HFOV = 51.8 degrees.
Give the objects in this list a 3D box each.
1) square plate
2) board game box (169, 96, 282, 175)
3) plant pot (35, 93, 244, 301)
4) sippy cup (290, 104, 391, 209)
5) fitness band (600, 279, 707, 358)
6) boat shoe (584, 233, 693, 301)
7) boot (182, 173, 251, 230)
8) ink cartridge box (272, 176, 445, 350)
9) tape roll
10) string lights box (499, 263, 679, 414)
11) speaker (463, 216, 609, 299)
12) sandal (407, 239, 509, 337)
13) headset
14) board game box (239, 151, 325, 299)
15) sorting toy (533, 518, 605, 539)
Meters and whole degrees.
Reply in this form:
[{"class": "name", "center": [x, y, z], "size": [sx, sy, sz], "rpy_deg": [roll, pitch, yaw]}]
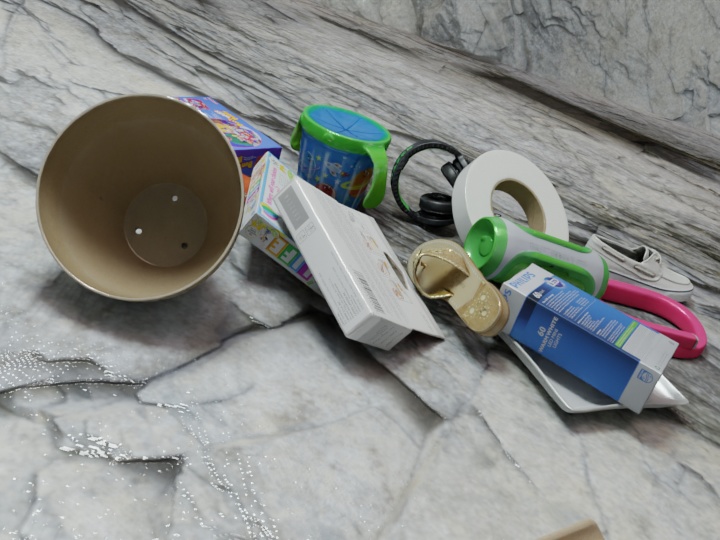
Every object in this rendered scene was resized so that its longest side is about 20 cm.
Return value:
[{"class": "square plate", "center": [0.267, 0.108, 0.910], "size": [0.195, 0.029, 0.201], "rpy_deg": [4, 31, -29]}, {"class": "board game box", "center": [-0.236, -0.212, 1.157], "size": [0.133, 0.045, 0.199], "rpy_deg": [-12, 41, -46]}, {"class": "plant pot", "center": [-0.213, -0.062, 0.772], "size": [0.197, 0.204, 0.135], "rpy_deg": [18, -10, 0]}, {"class": "sippy cup", "center": [-0.036, -0.155, 1.087], "size": [0.137, 0.132, 0.179], "rpy_deg": [13, 28, -12]}, {"class": "fitness band", "center": [0.408, 0.064, 1.073], "size": [0.196, 0.038, 0.144], "rpy_deg": [15, 27, -10]}, {"class": "boat shoe", "center": [0.454, -0.008, 1.203], "size": [0.196, 0.067, 0.072], "rpy_deg": [19, 27, 0]}, {"class": "boot", "center": [-0.174, -0.086, 0.940], "size": [0.105, 0.076, 0.201], "rpy_deg": [19, 26, -10]}, {"class": "ink cartridge box", "center": [0.000, 0.000, 0.861], "size": [0.175, 0.045, 0.202], "rpy_deg": [24, 31, -56]}, {"class": "tape roll", "center": [0.223, -0.079, 1.094], "size": [0.200, 0.037, 0.207], "rpy_deg": [12, 65, -28]}, {"class": "string lights box", "center": [0.261, 0.073, 0.875], "size": [0.198, 0.060, 0.102], "rpy_deg": [32, 29, 24]}, {"class": "speaker", "center": [0.238, -0.010, 1.000], "size": [0.197, 0.089, 0.089], "rpy_deg": [16, 25, -25]}, {"class": "sandal", "center": [0.098, 0.003, 0.903], "size": [0.069, 0.078, 0.212], "rpy_deg": [30, 9, -35]}, {"class": "headset", "center": [0.138, -0.123, 1.167], "size": [0.198, 0.124, 0.094], "rpy_deg": [32, 15, -14]}, {"class": "board game box", "center": [-0.082, -0.063, 0.935], "size": [0.134, 0.034, 0.201], "rpy_deg": [39, 21, -20]}, {"class": "sorting toy", "center": [0.173, 0.285, 0.523], "size": [0.182, 0.037, 0.201], "rpy_deg": [-3, 39, -36]}]
